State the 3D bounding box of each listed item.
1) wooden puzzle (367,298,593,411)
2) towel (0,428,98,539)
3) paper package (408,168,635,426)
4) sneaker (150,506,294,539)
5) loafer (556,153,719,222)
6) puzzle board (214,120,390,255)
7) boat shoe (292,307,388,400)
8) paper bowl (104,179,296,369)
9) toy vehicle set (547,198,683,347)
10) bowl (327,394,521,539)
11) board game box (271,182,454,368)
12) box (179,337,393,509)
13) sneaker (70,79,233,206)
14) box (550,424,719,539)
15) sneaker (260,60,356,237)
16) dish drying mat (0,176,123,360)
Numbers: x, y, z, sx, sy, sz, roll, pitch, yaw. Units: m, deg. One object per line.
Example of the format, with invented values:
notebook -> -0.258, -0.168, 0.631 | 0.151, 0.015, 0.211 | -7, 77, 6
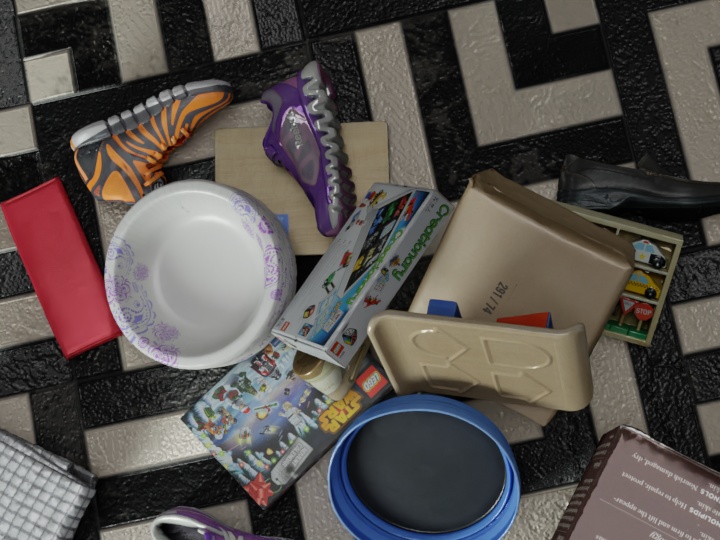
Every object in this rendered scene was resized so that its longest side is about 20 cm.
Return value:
wooden puzzle -> 0.121, 0.078, 1.288 | 0.200, 0.185, 0.046 | 2, 64, 14
towel -> -0.396, 0.258, 1.441 | 0.200, 0.086, 0.166 | 24, 81, 10
paper package -> 0.163, 0.026, 1.386 | 0.190, 0.103, 0.200 | 28, 110, 9
sneaker -> -0.128, 0.304, 1.394 | 0.200, 0.114, 0.073 | 17, 80, 6
loafer -> 0.313, -0.094, 1.451 | 0.199, 0.073, 0.072 | 1, 77, 4
puzzle board -> -0.066, -0.091, 1.509 | 0.200, 0.017, 0.151 | -2, 81, 5
boat shoe -> -0.003, 0.044, 1.426 | 0.065, 0.072, 0.200 | 41, 59, -28
paper bowl -> -0.166, 0.005, 1.443 | 0.200, 0.104, 0.201 | -1, 88, 16
toy vehicle set -> 0.232, -0.004, 1.434 | 0.200, 0.027, 0.125 | 15, 109, 8
bowl -> 0.066, 0.216, 1.379 | 0.200, 0.039, 0.201 | 4, 118, 7
board game box -> 0.000, 0.000, 1.367 | 0.035, 0.126, 0.200 | 41, 78, -27
box -> -0.078, 0.143, 1.455 | 0.200, 0.040, 0.137 | -44, 80, -4
sneaker -> -0.221, -0.135, 1.506 | 0.200, 0.078, 0.112 | -23, 83, 11
box -> 0.283, 0.281, 1.337 | 0.164, 0.166, 0.200 | 26, 83, 8
sneaker -> -0.061, -0.127, 1.472 | 0.088, 0.080, 0.201 | -15, 75, 9
dish drying mat -> -0.339, -0.003, 1.515 | 0.077, 0.018, 0.200 | -25, 78, -1
